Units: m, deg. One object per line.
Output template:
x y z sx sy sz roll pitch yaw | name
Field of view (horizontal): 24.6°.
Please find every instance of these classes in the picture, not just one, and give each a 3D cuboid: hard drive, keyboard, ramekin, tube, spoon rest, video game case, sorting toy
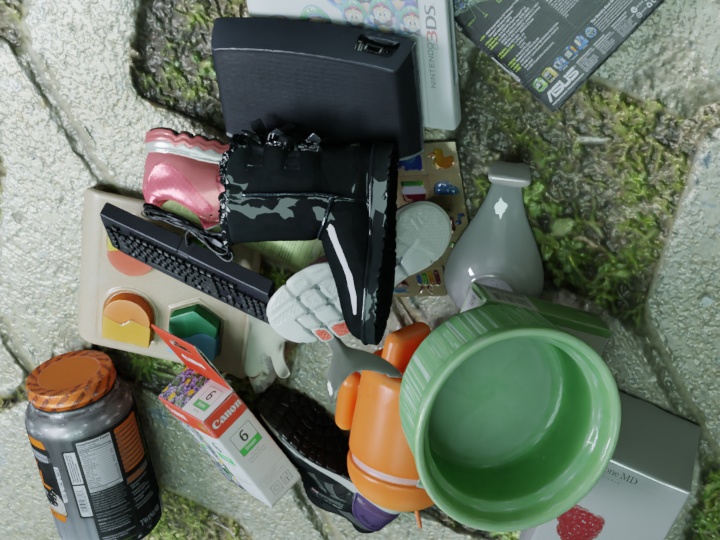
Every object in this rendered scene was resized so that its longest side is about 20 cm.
-0.043 -0.163 1.527 0.198 0.042 0.136 10 132 19 | hard drive
-0.170 -0.015 1.610 0.199 0.021 0.128 24 149 18 | keyboard
0.131 0.130 1.523 0.198 0.098 0.202 -5 111 -14 | ramekin
-0.101 -0.049 1.645 0.198 0.052 0.058 22 142 5 | tube
0.135 -0.029 1.588 0.098 0.061 0.201 9 133 3 | spoon rest
-0.009 -0.220 1.509 0.198 0.024 0.183 9 131 20 | video game case
-0.204 0.018 1.722 0.198 0.037 0.187 14 121 9 | sorting toy

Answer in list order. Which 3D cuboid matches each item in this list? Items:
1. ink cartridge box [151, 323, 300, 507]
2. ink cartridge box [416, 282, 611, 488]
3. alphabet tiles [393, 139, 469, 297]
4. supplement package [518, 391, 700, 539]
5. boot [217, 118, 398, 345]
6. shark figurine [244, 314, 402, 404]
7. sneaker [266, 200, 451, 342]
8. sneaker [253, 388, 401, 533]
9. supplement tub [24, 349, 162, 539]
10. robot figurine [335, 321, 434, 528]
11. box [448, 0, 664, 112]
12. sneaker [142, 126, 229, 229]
-0.154 0.151 1.718 0.109 0.050 0.201 19 150 56 | ink cartridge box
0.142 0.125 1.604 0.144 0.048 0.202 14 107 -22 | ink cartridge box
0.024 -0.063 1.627 0.165 0.006 0.202 -2 118 18 | alphabet tiles
0.244 0.238 1.660 0.120 0.120 0.201 23 122 3 | supplement package
-0.049 -0.036 1.513 0.161 0.073 0.200 4 97 12 | boot
-0.046 0.059 1.654 0.214 0.089 0.129 -3 98 56 | shark figurine
0.000 0.000 1.592 0.199 0.082 0.077 -31 104 3 | sneaker
-0.046 0.214 1.764 0.200 0.076 0.088 39 128 -6 | sneaker
-0.294 0.196 1.798 0.121 0.123 0.202 -2 117 18 | supplement tub
0.047 0.156 1.668 0.142 0.117 0.202 7 109 -7 | robot figurine
0.165 -0.271 1.446 0.193 0.048 0.200 40 122 -5 | box
-0.119 -0.077 1.597 0.198 0.074 0.088 13 90 11 | sneaker
